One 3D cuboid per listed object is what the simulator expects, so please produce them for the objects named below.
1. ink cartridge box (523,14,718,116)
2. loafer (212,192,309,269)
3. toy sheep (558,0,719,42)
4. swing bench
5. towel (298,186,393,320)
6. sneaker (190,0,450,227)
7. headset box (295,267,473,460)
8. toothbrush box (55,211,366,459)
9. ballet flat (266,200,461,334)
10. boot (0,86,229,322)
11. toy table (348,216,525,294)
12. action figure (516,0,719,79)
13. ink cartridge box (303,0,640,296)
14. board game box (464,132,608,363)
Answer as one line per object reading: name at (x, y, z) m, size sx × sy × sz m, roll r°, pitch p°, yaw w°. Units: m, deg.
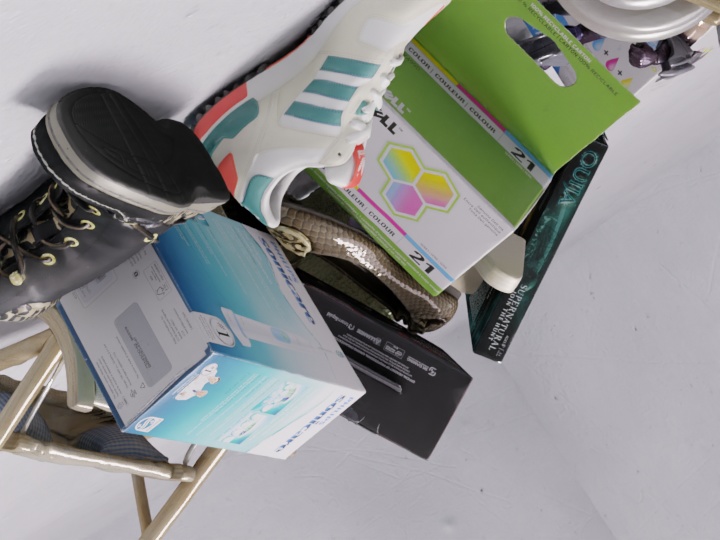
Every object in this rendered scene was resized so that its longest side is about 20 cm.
ink cartridge box at (0.218, -0.208, 1.216) m, size 0.068 × 0.115 × 0.200 m, roll -25°, pitch 168°, yaw -39°
loafer at (-0.082, -0.028, 1.268) m, size 0.067 × 0.076 × 0.200 m, roll -29°, pitch 175°, yaw 26°
toy sheep at (0.173, -0.202, 1.002) m, size 0.138 × 0.138 × 0.200 m, roll -33°, pitch 178°, yaw 4°
swing bench at (-0.190, 0.110, 1.220) m, size 0.198 × 0.130 × 0.200 m, roll 20°, pitch 132°, yaw -42°
towel at (-0.002, -0.018, 1.422) m, size 0.199 × 0.149 × 0.037 m, roll -32°, pitch 154°, yaw -6°
sneaker at (-0.007, -0.104, 1.017) m, size 0.199 × 0.094 × 0.070 m, roll -35°, pitch 172°, yaw 17°
headset box at (-0.002, 0.069, 1.278) m, size 0.075 × 0.148 × 0.200 m, roll -61°, pitch -175°, yaw 1°
toothbrush box at (-0.103, 0.036, 1.102) m, size 0.085 × 0.147 × 0.200 m, roll -40°, pitch 155°, yaw 17°
ballet flat at (0.000, 0.000, 1.229) m, size 0.200 × 0.067 × 0.047 m, roll 30°, pitch 84°, yaw -42°
boot at (-0.169, -0.028, 0.926) m, size 0.153 × 0.074 × 0.203 m, roll -31°, pitch 172°, yaw 11°
toy table at (0.079, -0.067, 1.316) m, size 0.200 × 0.117 × 0.184 m, roll 126°, pitch -16°, yaw -50°
action figure at (0.185, -0.189, 1.142) m, size 0.069 × 0.131 × 0.199 m, roll 2°, pitch 167°, yaw -44°
ink cartridge box at (0.068, -0.096, 1.134) m, size 0.200 × 0.148 × 0.076 m, roll -42°, pitch -174°, yaw 48°
board game box at (0.141, -0.039, 1.359) m, size 0.135 × 0.028 × 0.201 m, roll -88°, pitch -158°, yaw -68°
